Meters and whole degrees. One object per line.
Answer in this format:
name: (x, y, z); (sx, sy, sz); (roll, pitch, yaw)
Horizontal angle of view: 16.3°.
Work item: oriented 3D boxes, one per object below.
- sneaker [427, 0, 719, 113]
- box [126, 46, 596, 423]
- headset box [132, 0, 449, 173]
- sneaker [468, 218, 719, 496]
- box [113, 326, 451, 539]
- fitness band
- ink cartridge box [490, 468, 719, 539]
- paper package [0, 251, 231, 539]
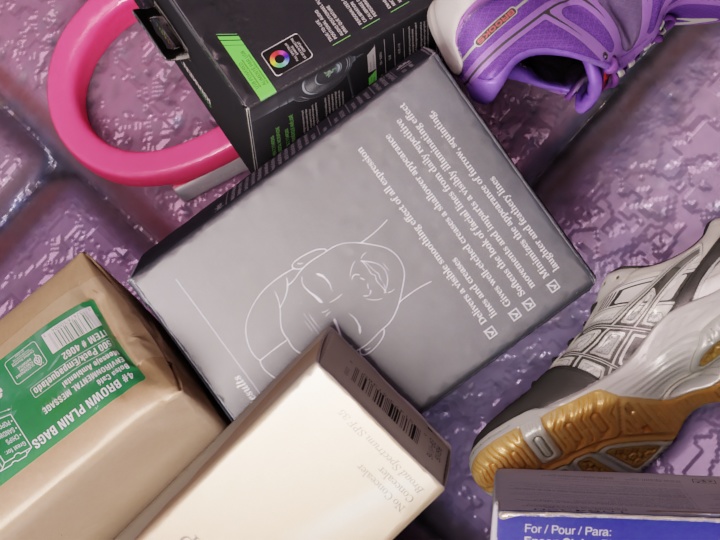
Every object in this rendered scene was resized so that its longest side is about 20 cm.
sneaker: (0.129, -0.129, 1.359); (0.199, 0.081, 0.084); (-14, 76, -25)
box: (0.000, 0.000, 1.335); (0.199, 0.107, 0.149); (-36, 96, 2)
headset box: (-0.033, -0.174, 1.408); (0.199, 0.093, 0.175); (-30, 69, -11)
sneaker: (0.140, 0.049, 1.337); (0.199, 0.076, 0.088); (-31, 47, 4)
box: (-0.055, 0.134, 1.258); (0.095, 0.078, 0.200); (43, 102, -5)
fitness band: (-0.090, -0.127, 1.475); (0.199, 0.037, 0.144); (-29, 66, 4)
ink cartridge box: (0.160, 0.126, 1.204); (0.195, 0.200, 0.044); (2, 92, 4)
paper package: (-0.167, 0.115, 1.329); (0.200, 0.191, 0.104); (-38, 66, 0)
